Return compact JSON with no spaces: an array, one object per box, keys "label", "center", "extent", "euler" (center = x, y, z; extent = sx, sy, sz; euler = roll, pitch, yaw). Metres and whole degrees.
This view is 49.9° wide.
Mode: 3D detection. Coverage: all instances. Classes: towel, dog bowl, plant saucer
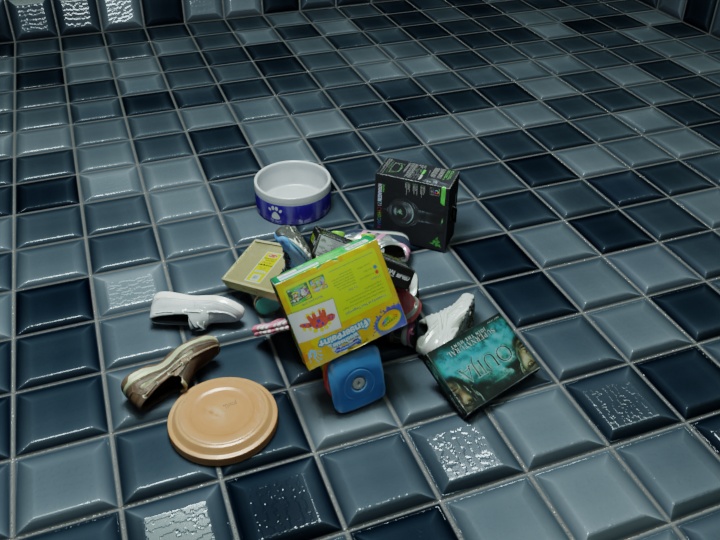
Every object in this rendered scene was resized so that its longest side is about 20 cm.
[{"label":"towel","center":[-0.105,0.085,1.524],"extent":[0.198,0.030,0.145],"euler":[-16,4,43]},{"label":"dog bowl","center":[-0.172,-0.201,1.984],"extent":[0.196,0.080,0.202],"euler":[0,35,0]},{"label":"plant saucer","center":[-0.246,0.261,1.385],"extent":[0.196,0.033,0.202],"euler":[1,36,-1]}]

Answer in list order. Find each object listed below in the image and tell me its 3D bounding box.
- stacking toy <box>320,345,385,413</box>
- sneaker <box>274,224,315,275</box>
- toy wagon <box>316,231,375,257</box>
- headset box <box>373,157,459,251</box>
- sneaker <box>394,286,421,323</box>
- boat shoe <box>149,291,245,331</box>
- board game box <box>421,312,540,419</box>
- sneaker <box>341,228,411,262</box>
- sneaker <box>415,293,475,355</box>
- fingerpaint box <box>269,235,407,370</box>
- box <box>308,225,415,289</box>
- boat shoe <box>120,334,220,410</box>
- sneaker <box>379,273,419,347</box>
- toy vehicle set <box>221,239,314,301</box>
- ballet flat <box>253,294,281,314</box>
[{"label":"stacking toy","center":[-0.040,0.168,1.471],"extent":[0.108,0.118,0.200],"euler":[-18,27,-16]},{"label":"sneaker","center":[-0.125,0.001,1.515],"extent":[0.089,0.202,0.079],"euler":[-29,40,-4]},{"label":"toy wagon","center":[0.000,0.000,1.656],"extent":[0.196,0.158,0.040],"euler":[4,-5,10]},{"label":"headset box","center":[0.138,-0.156,1.844],"extent":[0.197,0.177,0.093],"euler":[14,36,16]},{"label":"sneaker","center":[0.025,0.052,1.547],"extent":[0.197,0.087,0.075],"euler":[-1,53,35]},{"label":"boat shoe","center":[-0.339,0.091,1.594],"extent":[0.196,0.072,0.070],"euler":[9,57,1]},{"label":"board game box","center":[0.230,0.176,1.462],"extent":[0.198,0.028,0.136],"euler":[-25,69,-30]},{"label":"sneaker","center":[0.021,-0.050,1.783],"extent":[0.196,0.071,0.082],"euler":[-4,31,-4]},{"label":"sneaker","center":[0.170,0.104,1.571],"extent":[0.098,0.079,0.200],"euler":[13,37,23]},{"label":"fingerpaint box","center":[-0.039,0.055,1.378],"extent":[0.197,0.169,0.073],"euler":[-25,13,-10]},{"label":"box","center":[-0.003,-0.027,1.515],"extent":[0.197,0.048,0.193],"euler":[21,3,-9]},{"label":"boat shoe","center":[-0.341,0.198,1.447],"extent":[0.201,0.075,0.075],"euler":[-31,57,-26]},{"label":"sneaker","center":[0.078,0.075,1.608],"extent":[0.085,0.082,0.201],"euler":[1,33,8]},{"label":"toy vehicle set","center":[-0.198,-0.003,1.645],"extent":[0.198,0.027,0.125],"euler":[12,55,46]},{"label":"ballet flat","center":[-0.134,0.031,1.637],"extent":[0.197,0.071,0.066],"euler":[-19,24,6]}]
